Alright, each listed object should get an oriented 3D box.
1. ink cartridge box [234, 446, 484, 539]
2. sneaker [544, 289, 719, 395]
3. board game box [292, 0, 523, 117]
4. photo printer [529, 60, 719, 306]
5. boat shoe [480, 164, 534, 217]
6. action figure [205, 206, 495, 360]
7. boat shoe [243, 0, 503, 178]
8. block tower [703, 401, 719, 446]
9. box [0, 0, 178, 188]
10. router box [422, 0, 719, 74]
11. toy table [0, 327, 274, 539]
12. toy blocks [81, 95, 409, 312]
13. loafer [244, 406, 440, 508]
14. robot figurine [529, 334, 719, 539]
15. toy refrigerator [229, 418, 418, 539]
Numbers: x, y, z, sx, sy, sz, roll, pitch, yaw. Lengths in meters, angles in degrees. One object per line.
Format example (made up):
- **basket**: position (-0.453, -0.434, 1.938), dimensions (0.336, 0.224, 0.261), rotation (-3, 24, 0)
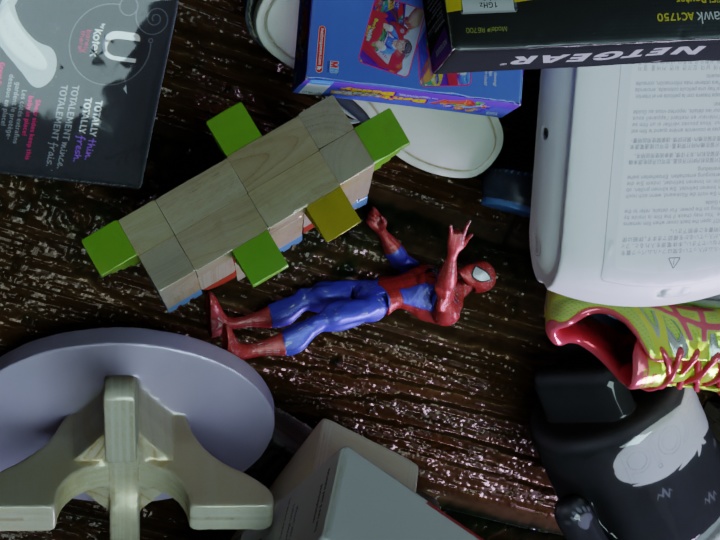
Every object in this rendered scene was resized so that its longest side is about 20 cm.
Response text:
- **ink cartridge box**: position (-0.020, 0.225, 1.204), dimensions (0.144, 0.084, 0.200), rotation (35, 127, -16)
- **sneaker**: position (0.209, 0.054, 1.281), dimensions (0.199, 0.091, 0.078), rotation (22, 139, 5)
- **board game box**: position (0.035, -0.202, 1.155), dimensions (0.134, 0.045, 0.201), rotation (6, 83, -12)
- **photo printer**: position (0.191, -0.075, 1.214), dimensions (0.165, 0.069, 0.201), rotation (-3, 108, -16)
- **boat shoe**: position (0.163, -0.066, 1.314), dimensions (0.199, 0.084, 0.069), rotation (1, 101, -40)
- **action figure**: position (0.000, 0.000, 1.272), dimensions (0.199, 0.065, 0.100), rotation (-8, 125, -18)
- **boat shoe**: position (0.007, -0.127, 1.226), dimensions (0.199, 0.062, 0.075), rotation (27, 102, -26)
- **block tower**: position (0.278, 0.168, 1.459), dimensions (0.054, 0.058, 0.201), rotation (11, 105, -24)
- **box**: position (-0.222, -0.130, 1.109), dimensions (0.199, 0.106, 0.123), rotation (6, 110, -23)
- **router box**: position (0.132, -0.197, 1.119), dimensions (0.199, 0.051, 0.150), rotation (-5, 79, -15)
- **toy table**: position (-0.153, 0.122, 1.208), dimensions (0.199, 0.117, 0.185), rotation (-10, 121, 1)
- **toy blocks**: position (-0.070, -0.036, 1.197), dimensions (0.199, 0.137, 0.100), rotation (-31, 84, -7)
- **loafer**: position (-0.021, 0.150, 1.337), dimensions (0.200, 0.071, 0.073), rotation (38, 127, -20)
- **robot figurine**: position (0.195, 0.138, 1.372), dimensions (0.150, 0.125, 0.201), rotation (-29, 114, -6)
- **toy refrigerator**: position (-0.044, 0.199, 1.285), dimensions (0.076, 0.070, 0.200), rotation (28, 125, -13)
